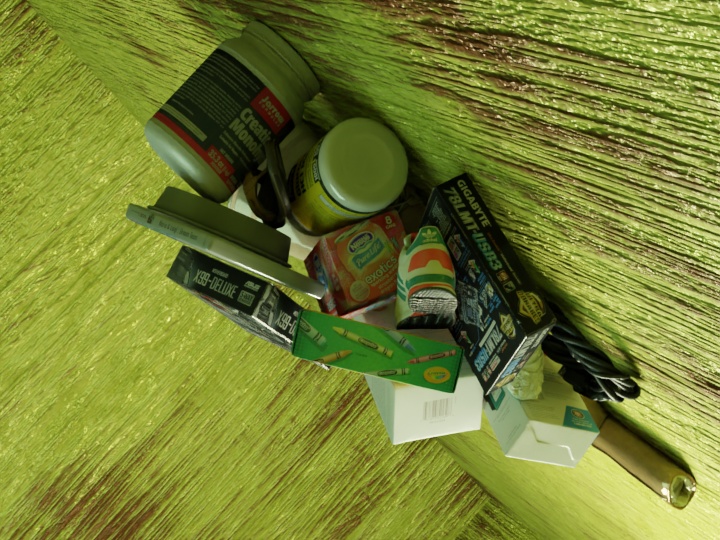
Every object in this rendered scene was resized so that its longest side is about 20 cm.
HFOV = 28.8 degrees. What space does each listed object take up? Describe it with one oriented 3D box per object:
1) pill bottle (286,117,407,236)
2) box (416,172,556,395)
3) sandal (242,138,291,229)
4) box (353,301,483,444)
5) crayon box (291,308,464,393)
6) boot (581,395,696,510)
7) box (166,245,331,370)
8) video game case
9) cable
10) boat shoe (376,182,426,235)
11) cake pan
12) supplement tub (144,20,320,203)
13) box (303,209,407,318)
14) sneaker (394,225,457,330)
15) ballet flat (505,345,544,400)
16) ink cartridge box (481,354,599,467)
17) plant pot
[{"bbox_3d":[-0.027,-0.106,1.724,0.112,0.113,0.200,44,156,-7],"label":"pill bottle"},{"bbox_3d":[0.133,0.019,1.609,0.200,0.049,0.200,59,162,17],"label":"box"},{"bbox_3d":[-0.120,-0.099,1.733,0.200,0.054,0.083,125,133,-75],"label":"sandal"},{"bbox_3d":[0.073,0.119,1.848,0.201,0.123,0.099,-113,19,-51],"label":"box"},{"bbox_3d":[0.017,0.096,1.673,0.197,0.059,0.119,14,177,-3],"label":"crayon box"},{"bbox_3d":[0.358,0.234,1.926,0.200,0.066,0.175,39,-177,37],"label":"boot"},{"bbox_3d":[-0.132,0.049,1.791,0.156,0.050,0.200,22,169,36],"label":"box"},{"bbox_3d":[-0.166,-0.024,1.729,0.181,0.024,0.199,21,177,46],"label":"video game case"},{"bbox_3d":[0.269,0.097,1.732,0.164,0.051,0.200,52,173,-19],"label":"cable"},{"bbox_3d":[0.037,-0.087,1.811,0.200,0.071,0.065,43,173,14],"label":"boat shoe"},{"bbox_3d":[-0.172,-0.057,1.774,0.198,0.037,0.200,22,177,1],"label":"cake pan"},{"bbox_3d":[-0.160,-0.198,1.755,0.140,0.200,0.140,42,172,7],"label":"supplement tub"},{"bbox_3d":[0.000,0.000,1.757,0.200,0.101,0.096,135,115,-78],"label":"box"},{"bbox_3d":[0.076,0.009,1.608,0.069,0.095,0.200,-1,165,-2],"label":"sneaker"},{"bbox_3d":[0.183,0.065,1.706,0.202,0.071,0.072,67,170,-4],"label":"ballet flat"},{"bbox_3d":[0.214,0.155,1.822,0.115,0.068,0.201,13,-148,-27],"label":"ink cartridge box"},{"bbox_3d":[-0.058,-0.088,1.955,0.182,0.202,0.201,28,168,18],"label":"plant pot"}]
